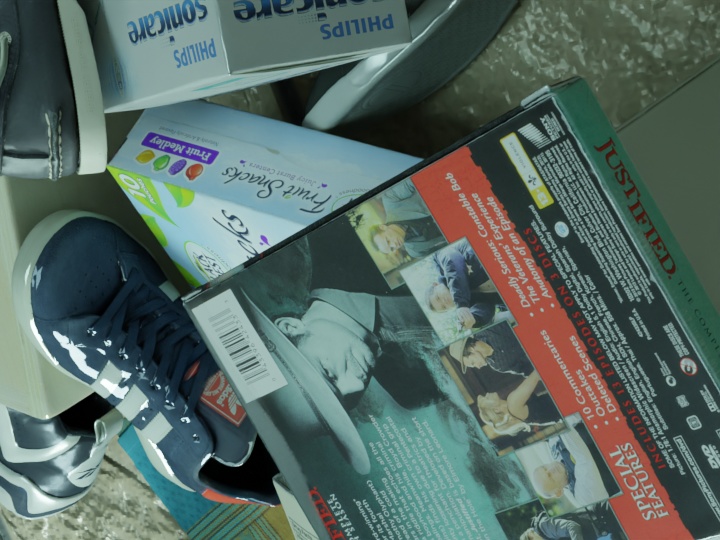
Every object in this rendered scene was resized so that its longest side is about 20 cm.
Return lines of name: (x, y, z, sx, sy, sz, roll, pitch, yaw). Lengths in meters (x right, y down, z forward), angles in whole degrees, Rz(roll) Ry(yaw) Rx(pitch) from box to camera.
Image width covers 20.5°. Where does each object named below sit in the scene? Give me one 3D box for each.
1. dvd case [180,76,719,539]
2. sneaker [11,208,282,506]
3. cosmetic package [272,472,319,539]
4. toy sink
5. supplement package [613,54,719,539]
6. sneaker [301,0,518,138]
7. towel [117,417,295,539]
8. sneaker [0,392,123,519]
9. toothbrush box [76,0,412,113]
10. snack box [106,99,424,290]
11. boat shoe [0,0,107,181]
dvd case: (0.035, 0.038, 0.654, 0.200, 0.022, 0.146, -29, 93, 46)
sneaker: (-0.086, 0.046, 0.947, 0.084, 0.075, 0.200, 19, 157, 40)
cosmetic package: (0.043, 0.178, 0.951, 0.103, 0.087, 0.200, 22, 134, 67)
toy sink: (-0.161, -0.052, 0.983, 0.112, 0.130, 0.200, 16, 124, 36)
supplement package: (0.142, 0.015, 0.708, 0.156, 0.200, 0.111, 48, 136, 8)
sneaker: (0.015, -0.138, 0.831, 0.099, 0.071, 0.200, 55, 138, 13)
towel: (-0.040, 0.133, 1.067, 0.200, 0.022, 0.147, 51, 137, 2)
sneaker: (-0.203, 0.035, 1.102, 0.199, 0.079, 0.130, 55, 138, 6)
toothbrush box: (-0.064, -0.172, 0.802, 0.146, 0.085, 0.200, -1, 101, 63)
snack box: (0.000, 0.000, 0.889, 0.200, 0.053, 0.142, 18, 153, 33)
boat shoe: (-0.157, -0.129, 0.843, 0.073, 0.063, 0.200, 110, 145, -65)
